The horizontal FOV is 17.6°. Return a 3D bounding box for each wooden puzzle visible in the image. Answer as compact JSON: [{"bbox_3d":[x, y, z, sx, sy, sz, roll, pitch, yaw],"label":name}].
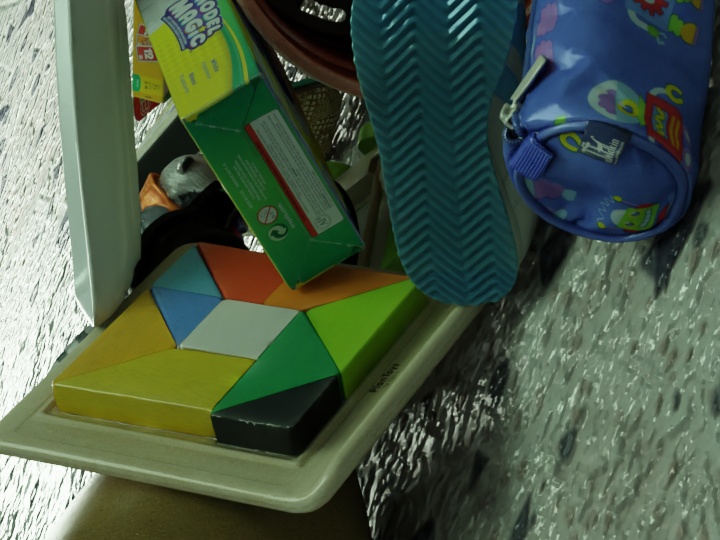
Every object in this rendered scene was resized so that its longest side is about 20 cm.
[{"bbox_3d":[-0.057,0.038,1.077,0.185,0.198,0.038,-48,-47,-48],"label":"wooden puzzle"}]

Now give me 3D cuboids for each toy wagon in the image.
[{"bbox_3d":[0.000,0.000,1.234,0.200,0.039,0.156,-34,41,59],"label":"toy wagon"}]

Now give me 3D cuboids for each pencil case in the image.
[{"bbox_3d":[0.105,-0.111,0.978,0.078,0.086,0.202,-43,32,53],"label":"pencil case"}]

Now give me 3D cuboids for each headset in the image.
[{"bbox_3d":[-0.074,0.030,1.231,0.200,0.094,0.124,-41,44,15],"label":"headset"}]

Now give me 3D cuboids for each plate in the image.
[{"bbox_3d":[-0.136,-0.078,1.187,0.200,0.032,0.202,-163,69,-80],"label":"plate"}]

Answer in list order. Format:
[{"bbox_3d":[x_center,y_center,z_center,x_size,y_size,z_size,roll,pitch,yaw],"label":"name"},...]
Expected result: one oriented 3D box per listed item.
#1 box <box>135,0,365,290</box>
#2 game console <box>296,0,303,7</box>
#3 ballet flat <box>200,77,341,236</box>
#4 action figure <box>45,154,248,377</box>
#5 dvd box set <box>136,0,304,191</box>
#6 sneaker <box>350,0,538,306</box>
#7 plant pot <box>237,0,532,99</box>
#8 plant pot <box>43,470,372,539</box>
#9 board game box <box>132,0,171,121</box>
[{"bbox_3d":[-0.063,-0.093,1.133,0.048,0.118,0.200,-30,38,2],"label":"box"},{"bbox_3d":[-0.063,-0.215,1.340,0.177,0.031,0.202,-50,-31,-54],"label":"game console"},{"bbox_3d":[-0.058,-0.060,1.440,0.200,0.070,0.066,146,113,-64],"label":"ballet flat"},{"bbox_3d":[-0.118,0.024,1.349,0.200,0.104,0.195,-133,64,-71],"label":"action figure"},{"bbox_3d":[-0.084,-0.139,1.510,0.146,0.029,0.201,-42,16,49],"label":"dvd box set"},{"bbox_3d":[0.043,-0.089,1.040,0.081,0.076,0.202,-64,-25,-57],"label":"sneaker"},{"bbox_3d":[0.011,-0.189,1.181,0.195,0.199,0.202,-145,76,-78],"label":"plant pot"},{"bbox_3d":[-0.068,0.142,1.108,0.187,0.185,0.201,-57,11,33],"label":"plant pot"},{"bbox_3d":[-0.101,-0.190,1.337,0.096,0.030,0.202,-50,-28,-55],"label":"board game box"}]
